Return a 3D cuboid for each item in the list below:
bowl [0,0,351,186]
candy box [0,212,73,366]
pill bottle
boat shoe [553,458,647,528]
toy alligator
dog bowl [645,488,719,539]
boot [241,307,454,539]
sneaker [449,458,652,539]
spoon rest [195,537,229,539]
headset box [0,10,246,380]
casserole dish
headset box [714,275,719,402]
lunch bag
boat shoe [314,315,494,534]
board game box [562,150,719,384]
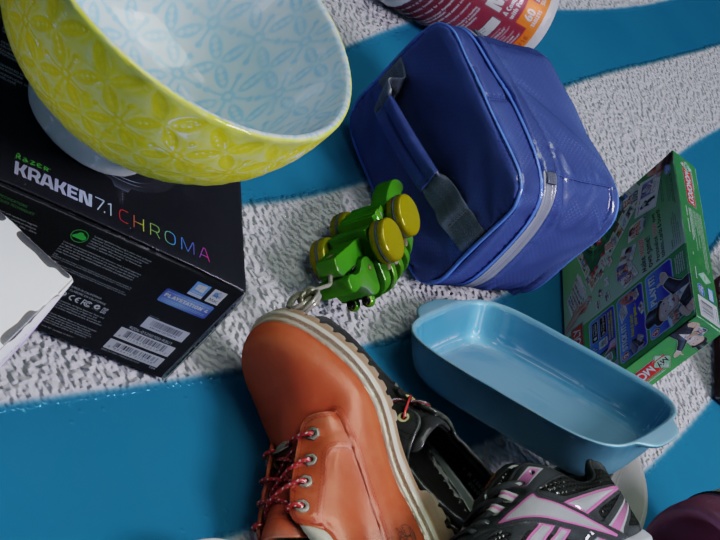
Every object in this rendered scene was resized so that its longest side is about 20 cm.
[{"bbox_3d":[-0.113,-0.114,0.786,0.199,0.108,0.201,30,36,-25],"label":"bowl"},{"bbox_3d":[-0.261,-0.001,0.682,0.200,0.072,0.168,44,44,-4],"label":"candy box"},{"bbox_3d":[0.073,-0.270,1.335,0.199,0.110,0.110,24,39,-32],"label":"pill bottle"},{"bbox_3d":[0.131,0.177,0.972,0.200,0.060,0.074,-47,119,-55],"label":"boat shoe"},{"bbox_3d":[0.000,0.000,1.014,0.055,0.059,0.200,63,29,-18],"label":"toy alligator"},{"bbox_3d":[0.234,0.226,0.926,0.073,0.201,0.201,2,50,-19],"label":"dog bowl"},{"bbox_3d":[-0.027,0.112,0.854,0.107,0.075,0.201,-11,64,-47],"label":"boot"},{"bbox_3d":[0.083,0.153,0.845,0.199,0.080,0.087,1,59,-46],"label":"sneaker"},{"bbox_3d":[-0.025,0.213,0.756,0.200,0.061,0.099,45,33,-5],"label":"spoon rest"},{"bbox_3d":[-0.161,-0.065,0.867,0.173,0.093,0.201,26,38,-29],"label":"headset box"},{"bbox_3d":[0.119,0.081,1.020,0.199,0.039,0.121,29,27,28],"label":"casserole dish"},{"bbox_3d":[0.397,0.075,1.364,0.148,0.075,0.201,37,34,-14],"label":"headset box"},{"bbox_3d":[0.081,-0.090,1.127,0.132,0.136,0.201,7,49,-45],"label":"lunch bag"},{"bbox_3d":[0.029,0.105,0.933,0.202,0.063,0.073,52,36,11],"label":"boat shoe"},{"bbox_3d":[0.212,0.012,1.170,0.029,0.135,0.201,32,36,-20],"label":"board game box"}]
